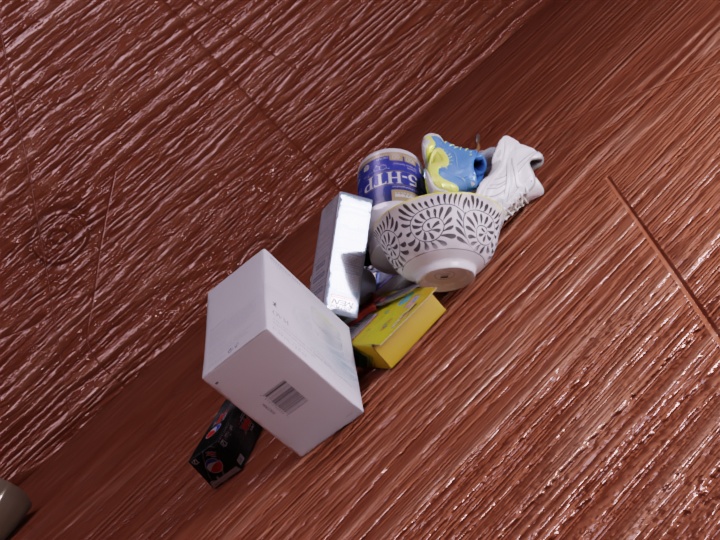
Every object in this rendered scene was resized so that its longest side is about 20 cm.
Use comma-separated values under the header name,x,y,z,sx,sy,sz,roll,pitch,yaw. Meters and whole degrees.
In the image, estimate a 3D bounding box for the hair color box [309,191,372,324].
name,x,y,z,sx,sy,sz,roll,pitch,yaw
hair color box,-0.035,-0.014,1.425,0.099,0.060,0.201,143,138,-65

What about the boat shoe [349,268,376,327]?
name,x,y,z,sx,sy,sz,roll,pitch,yaw
boat shoe,-0.037,0.088,1.501,0.200,0.073,0.068,-69,16,-7

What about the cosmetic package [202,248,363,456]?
name,x,y,z,sx,sy,sz,roll,pitch,yaw
cosmetic package,-0.110,0.113,1.251,0.123,0.199,0.200,-37,30,14

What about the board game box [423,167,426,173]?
name,x,y,z,sx,sy,sz,roll,pitch,yaw
board game box,0.080,-0.141,1.722,0.199,0.062,0.200,-27,0,-12

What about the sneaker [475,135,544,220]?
name,x,y,z,sx,sy,sz,roll,pitch,yaw
sneaker,0.246,-0.128,1.447,0.078,0.099,0.201,64,-134,-65

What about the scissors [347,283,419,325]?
name,x,y,z,sx,sy,sz,roll,pitch,yaw
scissors,0.028,0.055,1.377,0.073,0.014,0.200,-44,12,-22

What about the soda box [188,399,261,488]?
name,x,y,z,sx,sy,sz,roll,pitch,yaw
soda box,-0.214,0.272,1.480,0.071,0.063,0.200,-37,11,21

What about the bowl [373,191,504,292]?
name,x,y,z,sx,sy,sz,roll,pitch,yaw
bowl,0.123,-0.028,1.324,0.200,0.200,0.095,-31,56,42

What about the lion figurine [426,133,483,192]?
name,x,y,z,sx,sy,sz,roll,pitch,yaw
lion figurine,0.163,-0.159,1.587,0.201,0.072,0.122,-63,-5,8

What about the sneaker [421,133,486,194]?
name,x,y,z,sx,sy,sz,roll,pitch,yaw
sneaker,0.161,-0.178,1.503,0.104,0.076,0.200,-12,37,10

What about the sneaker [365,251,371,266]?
name,x,y,z,sx,sy,sz,roll,pitch,yaw
sneaker,0.014,0.011,1.662,0.200,0.088,0.074,-32,14,42

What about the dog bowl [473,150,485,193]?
name,x,y,z,sx,sy,sz,roll,pitch,yaw
dog bowl,0.203,-0.169,1.810,0.200,0.059,0.200,-40,11,9

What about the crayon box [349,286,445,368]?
name,x,y,z,sx,sy,sz,roll,pitch,yaw
crayon box,0.047,0.088,1.341,0.127,0.051,0.200,-44,11,-17

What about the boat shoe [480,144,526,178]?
name,x,y,z,sx,sy,sz,roll,pitch,yaw
boat shoe,0.253,-0.181,1.595,0.062,0.072,0.200,-39,-13,36

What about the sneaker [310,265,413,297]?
name,x,y,z,sx,sy,sz,roll,pitch,yaw
sneaker,0.000,0.000,1.565,0.200,0.147,0.081,-41,-14,15

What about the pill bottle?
name,x,y,z,sx,sy,sz,roll,pitch,yaw
pill bottle,0.056,-0.098,1.499,0.120,0.119,0.201,-34,42,32

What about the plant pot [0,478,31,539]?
name,x,y,z,sx,sy,sz,roll,pitch,yaw
plant pot,-1.031,0.692,2.405,0.187,0.187,0.201,-32,28,39
